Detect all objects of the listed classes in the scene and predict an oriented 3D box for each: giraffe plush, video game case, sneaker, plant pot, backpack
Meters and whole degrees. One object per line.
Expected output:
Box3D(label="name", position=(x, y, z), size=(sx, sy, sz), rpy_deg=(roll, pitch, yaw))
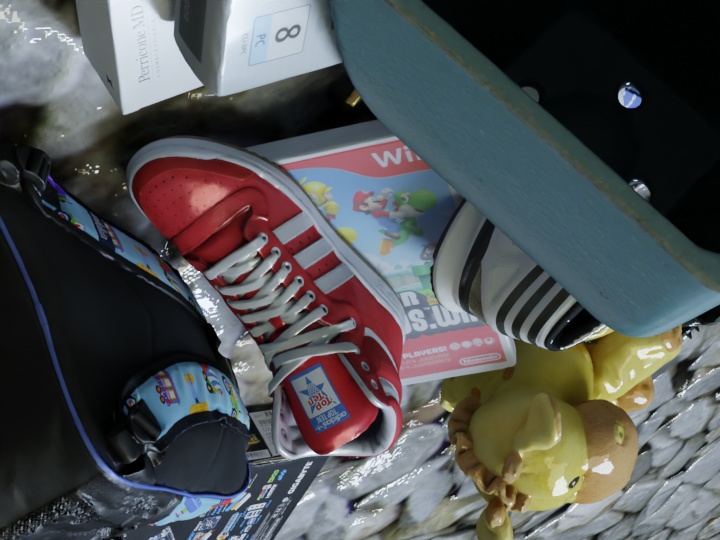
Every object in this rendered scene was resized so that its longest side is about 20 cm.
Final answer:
Box3D(label="giraffe plush", position=(0.119, 0.086, 0.904), size=(0.199, 0.162, 0.173), rpy_deg=(-14, 127, 9))
Box3D(label="video game case", position=(0.000, 0.000, 0.786), size=(0.143, 0.017, 0.200), rpy_deg=(-11, 136, 12))
Box3D(label="sneaker", position=(-0.043, 0.022, 0.713), size=(0.071, 0.113, 0.200), rpy_deg=(-31, 129, 27))
Box3D(label="plant pot", position=(0.110, -0.090, 0.581), size=(0.196, 0.196, 0.200), rpy_deg=(-44, 170, -15))
Box3D(label="backpack", position=(-0.145, 0.054, 0.685), size=(0.134, 0.183, 0.200), rpy_deg=(-30, 161, 10))
Box3D(label="sneaker", position=(0.127, -0.050, 0.714), size=(0.076, 0.115, 0.201), rpy_deg=(21, 96, -52))

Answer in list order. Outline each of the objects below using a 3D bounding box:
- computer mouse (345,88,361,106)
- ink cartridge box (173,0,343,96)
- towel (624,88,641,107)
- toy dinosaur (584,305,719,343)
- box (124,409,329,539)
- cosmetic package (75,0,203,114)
Box3D(label="computer mouse", position=(0.036, -0.064, 0.761), size=(0.140, 0.046, 0.200), rpy_deg=(11, 130, -47))
Box3D(label="ink cartridge box", position=(0.025, -0.164, 0.563), size=(0.200, 0.047, 0.160), rpy_deg=(-19, 145, -25))
Box3D(label="towel", position=(0.094, -0.073, 0.863), size=(0.200, 0.024, 0.145), rpy_deg=(12, 127, -49))
Box3D(label="toy dinosaur", position=(0.193, 0.022, 1.042), size=(0.136, 0.102, 0.200), rpy_deg=(-31, 170, 25))
Box3D(label="box", position=(-0.144, 0.182, 0.962), size=(0.198, 0.050, 0.200), rpy_deg=(-2, 137, -39))
Box3D(label="cosmetic package", position=(-0.048, -0.172, 0.575), size=(0.150, 0.052, 0.200), rpy_deg=(-25, 147, -21))
